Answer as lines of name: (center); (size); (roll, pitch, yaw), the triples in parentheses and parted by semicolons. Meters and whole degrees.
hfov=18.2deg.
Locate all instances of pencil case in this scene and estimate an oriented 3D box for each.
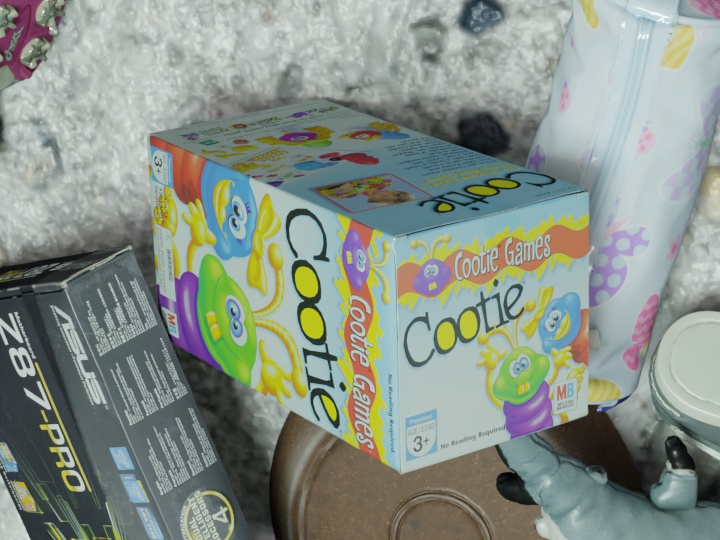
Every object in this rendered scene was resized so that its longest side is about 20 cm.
pencil case: (0.110, -0.039, 1.009); (0.083, 0.090, 0.202); (26, 113, 24)

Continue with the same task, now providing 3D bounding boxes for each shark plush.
shark plush: (0.129, 0.109, 1.042); (0.199, 0.091, 0.083); (36, 104, -15)

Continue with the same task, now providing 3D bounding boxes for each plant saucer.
plant saucer: (0.043, 0.130, 1.118); (0.198, 0.034, 0.202); (6, 110, 17)

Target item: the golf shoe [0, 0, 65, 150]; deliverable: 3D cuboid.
golf shoe: (-0.221, -0.090, 1.118); (0.091, 0.075, 0.201); (41, 114, 18)

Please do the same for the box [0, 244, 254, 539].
box: (-0.128, 0.092, 1.112); (0.161, 0.049, 0.202); (-7, 109, 54)

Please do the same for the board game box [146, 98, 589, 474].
board game box: (0.000, 0.000, 0.994); (0.199, 0.104, 0.104); (24, 121, 53)

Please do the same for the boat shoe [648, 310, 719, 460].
boat shoe: (0.227, 0.078, 1.038); (0.198, 0.073, 0.062); (21, 156, 3)
